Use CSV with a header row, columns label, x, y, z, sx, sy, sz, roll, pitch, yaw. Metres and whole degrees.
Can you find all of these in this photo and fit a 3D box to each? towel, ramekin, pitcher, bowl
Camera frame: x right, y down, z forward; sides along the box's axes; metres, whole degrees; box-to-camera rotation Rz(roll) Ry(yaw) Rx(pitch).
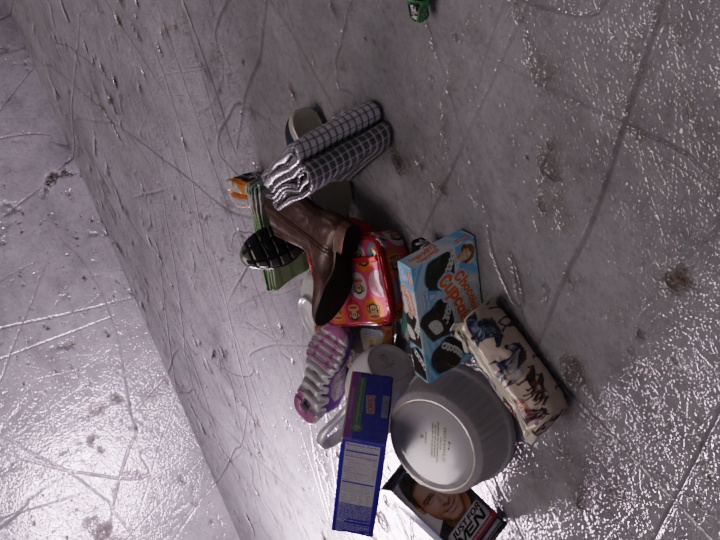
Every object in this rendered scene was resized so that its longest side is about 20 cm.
label,x,y,z,sx,sy,sz,roll,pitch,yaw
towel,-0.138,-0.080,1.853,0.030,0.149,0.202,1,111,32
ramekin,0.134,0.254,1.602,0.201,0.094,0.205,16,117,33
towel,-0.055,-0.169,1.579,0.086,0.165,0.200,58,156,-2
pitcher,0.007,0.230,1.793,0.121,0.171,0.201,48,143,24
bowl,-0.056,0.075,1.911,0.201,0.090,0.202,47,151,35

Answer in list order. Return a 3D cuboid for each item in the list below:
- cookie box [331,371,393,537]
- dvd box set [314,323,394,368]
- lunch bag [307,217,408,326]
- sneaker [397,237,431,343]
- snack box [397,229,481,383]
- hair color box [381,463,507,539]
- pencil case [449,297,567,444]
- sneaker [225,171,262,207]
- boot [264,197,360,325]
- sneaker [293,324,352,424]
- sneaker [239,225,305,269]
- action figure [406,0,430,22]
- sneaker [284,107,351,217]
label,x,y,z,sx,sy,sz,roll,pitch,yaw
cookie box,0.004,0.297,1.672,0.172,0.074,0.202,-79,-4,-58
dvd box set,-0.011,0.151,1.857,0.144,0.030,0.201,8,135,8
lunch bag,0.000,0.000,1.699,0.199,0.081,0.178,-5,99,50
sneaker,0.095,0.030,1.591,0.080,0.071,0.201,55,150,30
snack box,0.122,0.053,1.491,0.037,0.115,0.202,32,142,49
hair color box,0.141,0.398,1.729,0.200,0.099,0.061,44,162,-9
pencil case,0.209,0.140,1.433,0.201,0.089,0.078,56,154,16
sneaker,-0.184,-0.152,1.972,0.199,0.077,0.079,29,138,48
boot,-0.095,-0.032,1.686,0.199,0.064,0.188,30,106,38
sneaker,-0.051,0.178,1.825,0.080,0.088,0.202,40,123,36
sneaker,-0.118,-0.051,1.785,0.076,0.198,0.079,65,164,5
action figure,0.052,-0.405,1.267,0.118,0.054,0.202,18,134,55
sneaker,-0.075,-0.173,1.735,0.084,0.074,0.202,-7,101,69
